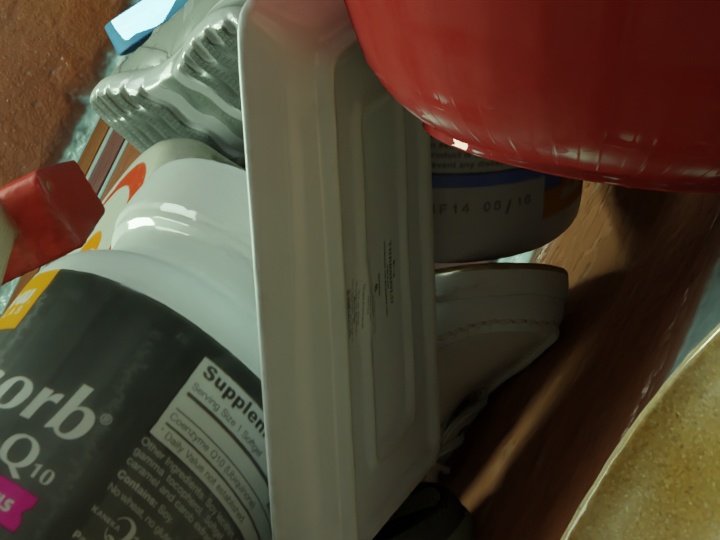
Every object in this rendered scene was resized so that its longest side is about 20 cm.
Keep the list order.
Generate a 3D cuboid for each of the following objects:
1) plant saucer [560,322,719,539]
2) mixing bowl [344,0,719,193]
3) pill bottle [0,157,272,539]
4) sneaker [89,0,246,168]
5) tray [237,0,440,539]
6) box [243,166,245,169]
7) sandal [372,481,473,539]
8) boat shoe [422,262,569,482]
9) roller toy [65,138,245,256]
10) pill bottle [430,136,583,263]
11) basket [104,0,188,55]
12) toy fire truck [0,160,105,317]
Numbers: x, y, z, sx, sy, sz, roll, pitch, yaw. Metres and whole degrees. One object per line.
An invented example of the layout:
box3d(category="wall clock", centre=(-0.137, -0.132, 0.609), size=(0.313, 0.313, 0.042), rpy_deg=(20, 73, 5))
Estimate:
box3d(category="plant saucer", centre=(0.082, 0.091, 0.504), size=(0.200, 0.035, 0.200), rpy_deg=(-58, 12, 20))
box3d(category="mixing bowl", centre=(0.071, -0.085, 0.629), size=(0.200, 0.200, 0.109), rpy_deg=(-115, 34, -75))
box3d(category="pill bottle", centre=(-0.083, 0.067, 0.730), size=(0.200, 0.116, 0.116), rpy_deg=(-56, 8, -27))
box3d(category="sneaker", centre=(-0.058, -0.097, 1.063), size=(0.082, 0.075, 0.200), rpy_deg=(-57, 18, -26))
box3d(category="tray", centre=(0.000, 0.000, 0.706), size=(0.107, 0.022, 0.201), rpy_deg=(-43, -45, -56))
box3d(category="box", centre=(0.012, -0.056, 1.005), size=(0.069, 0.082, 0.200), rpy_deg=(-64, 14, -5))
box3d(category="sandal", centre=(-0.041, 0.136, 0.805), size=(0.201, 0.057, 0.080), rpy_deg=(-26, 15, 30))
box3d(category="boat shoe", centre=(0.010, 0.054, 0.834), size=(0.200, 0.071, 0.070), rpy_deg=(-34, 56, 51))
box3d(category="roller toy", centre=(-0.085, 0.041, 1.033), size=(0.183, 0.140, 0.200), rpy_deg=(-64, 14, -22))
box3d(category="pill bottle", centre=(0.026, -0.113, 0.776), size=(0.112, 0.112, 0.201), rpy_deg=(-93, 5, -67))
box3d(category="basket", centre=(-0.016, -0.172, 1.137), size=(0.200, 0.139, 0.176), rpy_deg=(-22, 7, 45))
box3d(category="toy fire truck", centre=(-0.122, 0.051, 0.862), size=(0.049, 0.141, 0.200), rpy_deg=(-23, 15, 16))
